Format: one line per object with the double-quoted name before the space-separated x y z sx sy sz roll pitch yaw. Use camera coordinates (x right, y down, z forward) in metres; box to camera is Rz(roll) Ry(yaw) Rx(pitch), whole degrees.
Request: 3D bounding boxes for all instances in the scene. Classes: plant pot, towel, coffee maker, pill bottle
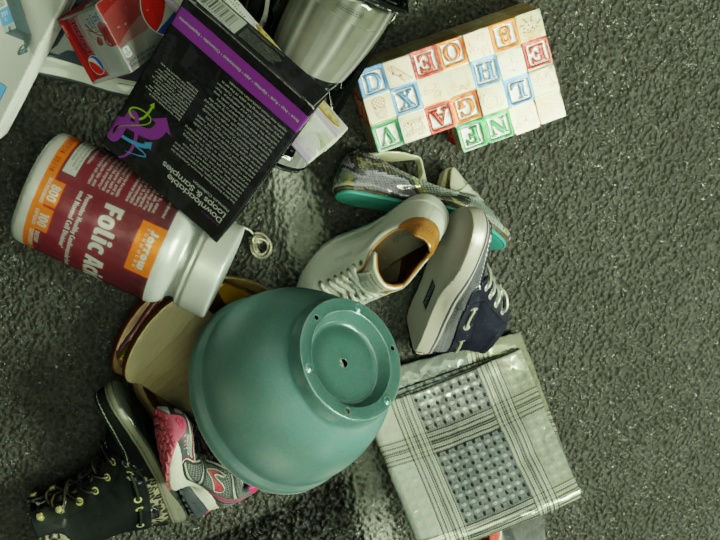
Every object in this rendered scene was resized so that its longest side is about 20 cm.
"plant pot" -0.046 0.101 1.310 0.199 0.134 0.202 17 61 -34
"towel" 0.116 0.179 1.450 0.191 0.035 0.201 -19 73 -6
"coffee maker" -0.043 -0.215 1.305 0.134 0.192 0.201 36 117 3
"pill bottle" -0.220 -0.040 1.305 0.199 0.114 0.115 25 99 -2

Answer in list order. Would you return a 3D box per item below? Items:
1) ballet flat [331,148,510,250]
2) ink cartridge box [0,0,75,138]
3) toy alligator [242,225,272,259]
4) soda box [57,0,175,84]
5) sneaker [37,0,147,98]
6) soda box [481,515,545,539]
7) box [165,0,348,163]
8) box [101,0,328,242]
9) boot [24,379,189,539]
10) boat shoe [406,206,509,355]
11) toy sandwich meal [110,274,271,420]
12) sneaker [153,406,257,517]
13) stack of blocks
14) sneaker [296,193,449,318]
"ballet flat" 0.069 -0.081 1.408 0.199 0.072 0.073 17 101 -16
"ink cartridge box" -0.360 -0.243 1.232 0.176 0.045 0.201 32 113 -4
"toy alligator" -0.157 -0.075 1.363 0.059 0.054 0.200 -46 109 3
"soda box" -0.178 -0.249 1.252 0.200 0.063 0.070 -44 115 -40
"sneaker" -0.233 -0.245 1.289 0.201 0.077 0.147 13 104 -14
"soda box" 0.166 0.277 1.524 0.070 0.063 0.202 -7 106 -10
"box" -0.093 -0.183 1.203 0.039 0.041 0.200 -40 93 24
"box" -0.133 -0.133 1.202 0.143 0.036 0.200 41 132 -1
"boot" -0.271 0.211 1.383 0.153 0.074 0.204 -21 133 -3
"boat shoe" 0.118 0.012 1.410 0.092 0.075 0.201 4 140 -18
"toy sandwich meal" -0.149 0.094 1.402 0.203 0.070 0.207 -3 105 -11
"sneaker" -0.159 0.185 1.380 0.074 0.200 0.081 -16 64 2
"stack of blocks" 0.097 -0.183 1.387 0.199 0.059 0.116 -19 108 -7
"sneaker" 0.000 0.000 1.372 0.073 0.085 0.200 43 121 -14
